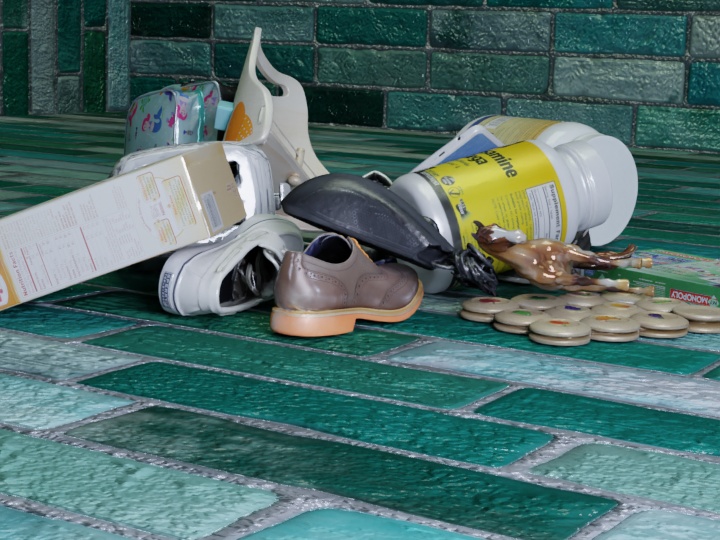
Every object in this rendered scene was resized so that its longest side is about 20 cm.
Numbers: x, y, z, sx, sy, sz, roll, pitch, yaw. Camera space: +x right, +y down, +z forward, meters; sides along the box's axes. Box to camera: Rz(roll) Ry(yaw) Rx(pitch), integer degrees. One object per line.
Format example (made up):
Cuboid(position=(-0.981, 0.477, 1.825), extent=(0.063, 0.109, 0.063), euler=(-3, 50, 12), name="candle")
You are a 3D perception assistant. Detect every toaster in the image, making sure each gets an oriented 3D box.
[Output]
Cuboid(position=(-0.168, -0.062, 1.412), extent=(0.197, 0.115, 0.129), euler=(-4, -5, -11), name="toaster")

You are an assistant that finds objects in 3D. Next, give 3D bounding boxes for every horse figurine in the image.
Cuboid(position=(0.180, -0.006, 1.269), extent=(0.131, 0.051, 0.200), euler=(9, 2, 21), name="horse figurine")

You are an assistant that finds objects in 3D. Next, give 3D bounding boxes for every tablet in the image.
Cuboid(position=(0.107, -0.074, 1.482), extent=(0.130, 0.014, 0.200), euler=(-37, -29, 15), name="tablet")

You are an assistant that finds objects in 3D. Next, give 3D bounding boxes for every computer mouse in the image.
Cuboid(position=(0.030, -0.040, 1.261), extent=(0.198, 0.053, 0.138), euler=(21, -1, 9), name="computer mouse")

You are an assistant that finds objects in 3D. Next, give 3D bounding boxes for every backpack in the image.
Cuboid(position=(-0.198, -0.136, 1.749), extent=(0.149, 0.180, 0.199), euler=(3, 4, -28), name="backpack")

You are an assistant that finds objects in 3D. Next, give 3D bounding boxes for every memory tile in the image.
Cuboid(position=(0.199, 0.037, 1.257), extent=(0.198, 0.017, 0.153), euler=(-3, 10, -28), name="memory tile")

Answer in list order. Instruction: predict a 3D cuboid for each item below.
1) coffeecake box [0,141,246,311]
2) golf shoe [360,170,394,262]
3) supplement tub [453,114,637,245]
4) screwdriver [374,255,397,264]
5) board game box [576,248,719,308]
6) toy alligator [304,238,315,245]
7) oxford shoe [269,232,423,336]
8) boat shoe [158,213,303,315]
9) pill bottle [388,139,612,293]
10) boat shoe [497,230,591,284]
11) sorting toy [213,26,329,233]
Cuboid(position=(-0.212, -0.039, 1.257), extent=(0.198, 0.074, 0.154), euler=(-18, 7, 9), name="coffeecake box")
Cuboid(position=(0.020, -0.060, 1.581), extent=(0.077, 0.096, 0.200), euler=(-1, 8, -10), name="golf shoe")
Cuboid(position=(0.206, -0.102, 1.714), extent=(0.143, 0.146, 0.199), euler=(-5, 11, -37), name="supplement tub")
Cuboid(position=(0.000, 0.000, 1.433), extent=(0.198, 0.029, 0.028), euler=(-10, 15, -38), name="screwdriver")
Cuboid(position=(0.310, 0.010, 1.410), extent=(0.133, 0.030, 0.199), euler=(-4, 10, -36), name="board game box")
Cuboid(position=(-0.118, -0.048, 1.593), extent=(0.197, 0.055, 0.059), euler=(0, 10, -9), name="toy alligator")
Cuboid(position=(-0.003, 0.005, 1.226), extent=(0.071, 0.074, 0.199), euler=(6, 10, 27), name="oxford shoe")
Cuboid(position=(-0.092, -0.003, 1.275), extent=(0.065, 0.073, 0.199), euler=(11, 13, 26), name="boat shoe")
Cuboid(position=(0.132, -0.058, 1.398), extent=(0.198, 0.114, 0.112), euler=(-17, 16, -21), name="pill bottle")
Cuboid(position=(0.185, -0.026, 1.511), extent=(0.066, 0.058, 0.199), euler=(8, 11, 26), name="boat shoe")
Cuboid(position=(-0.099, -0.161, 1.622), extent=(0.106, 0.182, 0.200), euler=(-7, -29, 21), name="sorting toy")
